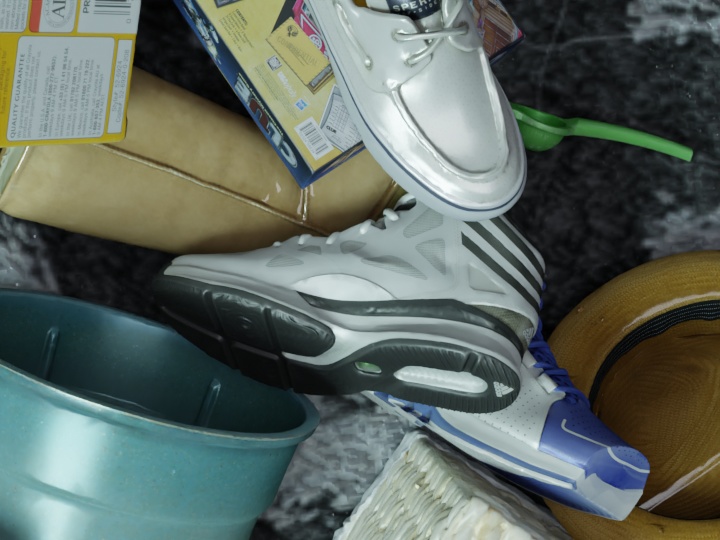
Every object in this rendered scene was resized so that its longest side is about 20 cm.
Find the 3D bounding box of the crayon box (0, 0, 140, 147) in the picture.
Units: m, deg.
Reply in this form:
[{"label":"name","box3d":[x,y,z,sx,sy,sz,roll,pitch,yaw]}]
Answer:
[{"label":"crayon box","box3d":[-0.181,-0.119,0.836,0.051,0.200,0.126,18,105,34]}]

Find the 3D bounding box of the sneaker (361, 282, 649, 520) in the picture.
[{"label":"sneaker","box3d":[0.071,0.038,0.999,0.115,0.199,0.081,-59,143,-4]}]

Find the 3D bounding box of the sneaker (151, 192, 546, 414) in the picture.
[{"label":"sneaker","box3d":[0.000,0.000,0.977,0.200,0.076,0.116,11,56,18]}]

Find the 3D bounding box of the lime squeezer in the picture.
[{"label":"lime squeezer","box3d":[0.086,-0.062,1.055,0.199,0.038,0.071,-19,96,-7]}]

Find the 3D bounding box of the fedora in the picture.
[{"label":"fedora","box3d":[0.189,0.087,1.041,0.200,0.082,0.202,-3,67,6]}]

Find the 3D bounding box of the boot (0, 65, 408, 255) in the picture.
[{"label":"boot","box3d":[-0.066,-0.075,0.988,0.199,0.066,0.176,21,103,-22]}]

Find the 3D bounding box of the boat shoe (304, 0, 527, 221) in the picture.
[{"label":"boat shoe","box3d":[0.021,-0.117,0.907,0.071,0.070,0.201,-25,84,-16]}]

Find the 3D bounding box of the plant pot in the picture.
[{"label":"plant pot","box3d":[-0.143,0.135,0.971,0.199,0.200,0.197,16,100,-8]}]

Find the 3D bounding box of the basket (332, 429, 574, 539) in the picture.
[{"label":"basket","box3d":[0.061,0.226,1.011,0.198,0.161,0.200,35,91,-9]}]

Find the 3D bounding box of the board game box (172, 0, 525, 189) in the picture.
[{"label":"board game box","box3d":[-0.029,-0.160,0.960,0.135,0.035,0.200,-33,86,-16]}]
